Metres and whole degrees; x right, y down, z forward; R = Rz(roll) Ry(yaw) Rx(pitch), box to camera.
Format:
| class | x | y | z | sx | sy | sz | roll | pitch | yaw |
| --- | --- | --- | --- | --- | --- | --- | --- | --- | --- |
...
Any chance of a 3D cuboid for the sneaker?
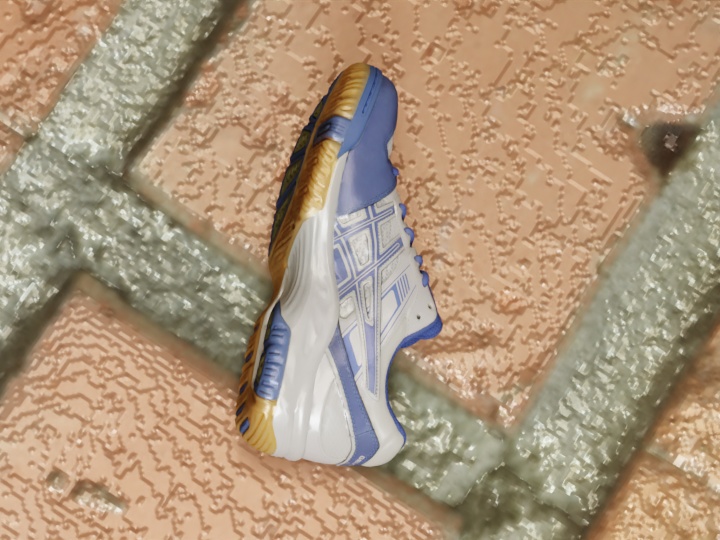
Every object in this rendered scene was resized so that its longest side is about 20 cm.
| class | x | y | z | sx | sy | sz | roll | pitch | yaw |
| --- | --- | --- | --- | --- | --- | --- | --- | --- | --- |
| sneaker | 0.000 | 0.000 | 1.282 | 0.088 | 0.075 | 0.201 | 15 | 80 | -12 |
